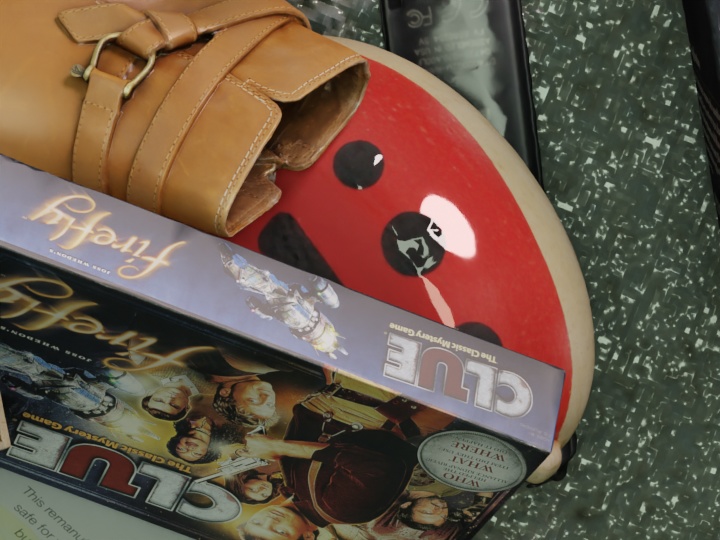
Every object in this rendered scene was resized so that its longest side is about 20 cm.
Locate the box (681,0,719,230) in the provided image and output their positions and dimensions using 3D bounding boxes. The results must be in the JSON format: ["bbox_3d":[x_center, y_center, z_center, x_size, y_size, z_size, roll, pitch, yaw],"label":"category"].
[{"bbox_3d":[0.214,-0.091,0.995,0.195,0.117,0.202,-10,103,3],"label":"box"}]

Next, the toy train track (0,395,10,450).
[{"bbox_3d":[-0.189,0.053,0.975,0.199,0.032,0.116,-7,97,38],"label":"toy train track"}]

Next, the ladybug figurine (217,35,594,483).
[{"bbox_3d":[0.000,0.000,1.029,0.200,0.072,0.136,45,111,17],"label":"ladybug figurine"}]

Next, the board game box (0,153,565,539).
[{"bbox_3d":[-0.049,0.043,0.958,0.199,0.136,0.035,21,55,-11],"label":"board game box"}]

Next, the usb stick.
[{"bbox_3d":[0.043,-0.018,1.068,0.055,0.033,0.202,-7,90,12],"label":"usb stick"}]

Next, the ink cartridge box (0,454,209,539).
[{"bbox_3d":[-0.118,0.144,0.999,0.145,0.200,0.083,42,137,2],"label":"ink cartridge box"}]

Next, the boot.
[{"bbox_3d":[-0.106,-0.047,0.971,0.154,0.074,0.200,32,66,20],"label":"boot"}]
